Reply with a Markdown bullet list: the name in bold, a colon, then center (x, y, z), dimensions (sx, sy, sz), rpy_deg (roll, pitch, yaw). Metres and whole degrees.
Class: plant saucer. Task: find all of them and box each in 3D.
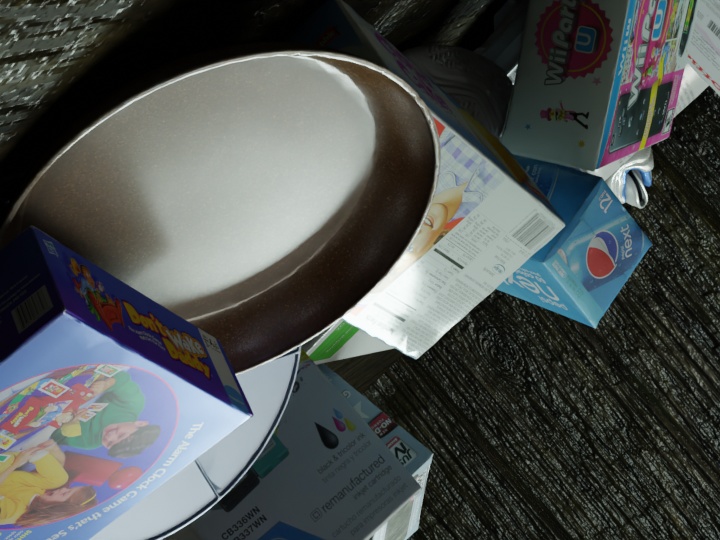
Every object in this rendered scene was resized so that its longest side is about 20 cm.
- **plant saucer**: center (-0.061, -0.024, 0.674), dimensions (0.198, 0.032, 0.201), rpy_deg (-19, 145, -14)

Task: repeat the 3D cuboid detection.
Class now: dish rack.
- **dish rack**: center (0.112, -0.149, 1.142), dimensions (0.172, 0.044, 0.200), rpy_deg (-45, 173, 32)

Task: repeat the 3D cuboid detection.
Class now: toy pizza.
- **toy pizza**: center (-0.115, 0.059, 0.849), dimensions (0.199, 0.032, 0.202), rpy_deg (-24, 129, -32)

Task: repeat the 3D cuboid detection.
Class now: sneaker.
- **sneaker**: center (0.000, -0.059, 0.954), dimensions (0.199, 0.076, 0.114), rpy_deg (-31, 170, -31)
- **sneaker**: center (0.213, -0.101, 1.587), dimensions (0.080, 0.147, 0.200), rpy_deg (-38, 172, -29)

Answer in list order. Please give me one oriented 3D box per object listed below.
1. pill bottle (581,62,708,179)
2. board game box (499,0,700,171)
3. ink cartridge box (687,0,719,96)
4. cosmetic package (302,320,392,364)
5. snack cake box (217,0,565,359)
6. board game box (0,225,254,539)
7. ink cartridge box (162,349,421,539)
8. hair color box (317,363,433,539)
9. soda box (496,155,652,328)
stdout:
- **pill bottle**: center (0.237, -0.180, 1.360), dimensions (0.200, 0.115, 0.114), rpy_deg (-42, 173, 4)
- **board game box**: center (0.156, -0.148, 0.995), dimensions (0.200, 0.064, 0.149), rpy_deg (-22, 125, -64)
- **ink cartridge box**: center (0.272, -0.216, 1.200), dimensions (0.084, 0.145, 0.200), rpy_deg (-43, 174, -1)
- **cosmetic package**: center (0.000, 0.000, 1.169), dimensions (0.108, 0.085, 0.200), rpy_deg (-47, 163, 19)
- **snack cake box**: center (0.009, -0.038, 0.811), dimensions (0.115, 0.067, 0.200), rpy_deg (-41, 148, 11)
- **board game box**: center (-0.162, 0.082, 0.669), dimensions (0.199, 0.045, 0.134), rpy_deg (-37, 145, 11)
- **ink cartridge box**: center (-0.095, 0.134, 1.069), dimensions (0.146, 0.200, 0.146), rpy_deg (-37, 171, -33)
- **hair color box**: center (-0.043, 0.120, 1.190), dimensions (0.061, 0.199, 0.099), rpy_deg (-37, 152, -31)
- **soda box**: center (0.079, -0.033, 0.994), dimensions (0.064, 0.068, 0.199), rpy_deg (-53, -143, -12)
